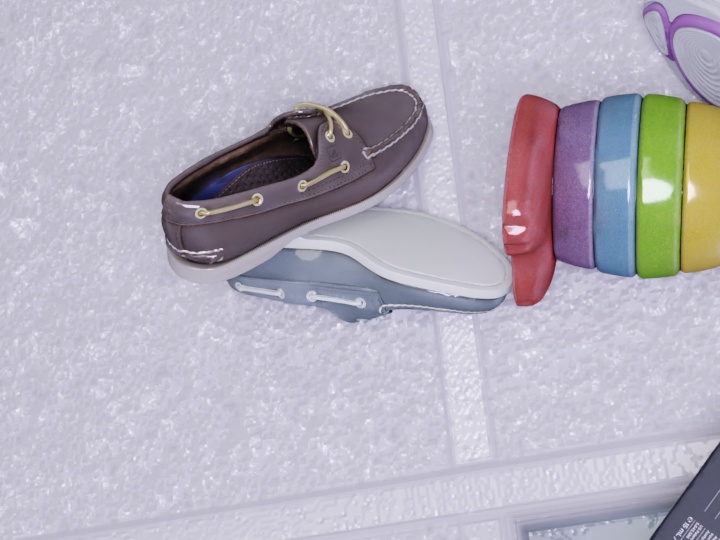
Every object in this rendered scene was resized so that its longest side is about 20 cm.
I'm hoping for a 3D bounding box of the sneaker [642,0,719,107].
[{"bbox_3d":[0.262,-0.133,0.895,0.199,0.075,0.100,24,55,31],"label":"sneaker"}]

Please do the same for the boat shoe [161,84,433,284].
[{"bbox_3d":[-0.036,-0.066,0.938,0.199,0.060,0.072,-31,50,-23],"label":"boat shoe"}]

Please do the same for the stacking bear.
[{"bbox_3d":[0.188,-0.043,0.871,0.199,0.122,0.114,3,67,12],"label":"stacking bear"}]

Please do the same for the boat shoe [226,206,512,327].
[{"bbox_3d":[0.000,0.000,0.963,0.199,0.073,0.062,12,124,16],"label":"boat shoe"}]

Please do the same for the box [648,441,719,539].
[{"bbox_3d":[0.230,0.168,0.813,0.141,0.079,0.200,37,90,27],"label":"box"}]
